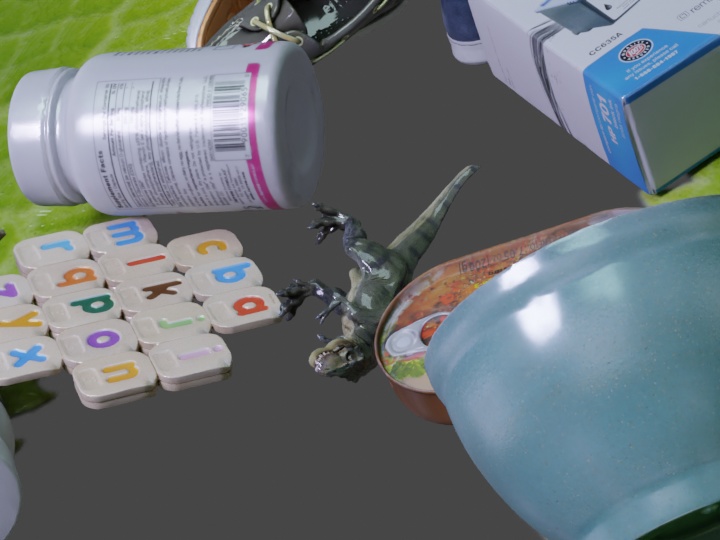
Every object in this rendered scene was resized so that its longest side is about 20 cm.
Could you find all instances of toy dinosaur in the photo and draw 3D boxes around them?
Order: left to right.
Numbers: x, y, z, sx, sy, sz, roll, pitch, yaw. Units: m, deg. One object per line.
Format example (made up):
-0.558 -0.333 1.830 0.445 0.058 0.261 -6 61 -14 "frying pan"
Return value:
0.000 0.000 1.198 0.087 0.048 0.201 11 49 25 "toy dinosaur"

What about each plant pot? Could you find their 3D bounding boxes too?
0.145 0.074 0.935 0.199 0.200 0.135 -22 65 5 "plant pot"

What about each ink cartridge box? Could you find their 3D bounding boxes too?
0.182 -0.157 1.239 0.146 0.086 0.200 -34 40 -9 "ink cartridge box"

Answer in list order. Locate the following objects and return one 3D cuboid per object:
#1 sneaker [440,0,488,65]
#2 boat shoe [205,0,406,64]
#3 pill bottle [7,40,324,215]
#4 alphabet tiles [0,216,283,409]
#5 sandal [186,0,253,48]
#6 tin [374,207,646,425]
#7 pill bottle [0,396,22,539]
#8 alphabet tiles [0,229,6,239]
0.086 -0.268 1.372 0.076 0.147 0.203 -9 40 23 "sneaker"
-0.049 -0.180 1.389 0.201 0.060 0.072 -35 77 -13 "boat shoe"
-0.133 -0.096 1.307 0.198 0.114 0.114 -1 44 17 "pill bottle"
-0.158 0.024 1.235 0.194 0.015 0.200 -13 34 -18 "alphabet tiles"
-0.072 -0.224 1.472 0.059 0.079 0.208 0 54 28 "sandal"
0.106 0.028 1.111 0.198 0.042 0.112 -18 35 11 "tin"
-0.282 0.093 1.194 0.113 0.114 0.200 -30 38 -5 "pill bottle"
-0.356 0.028 1.271 0.200 0.167 0.008 -40 67 23 "alphabet tiles"
